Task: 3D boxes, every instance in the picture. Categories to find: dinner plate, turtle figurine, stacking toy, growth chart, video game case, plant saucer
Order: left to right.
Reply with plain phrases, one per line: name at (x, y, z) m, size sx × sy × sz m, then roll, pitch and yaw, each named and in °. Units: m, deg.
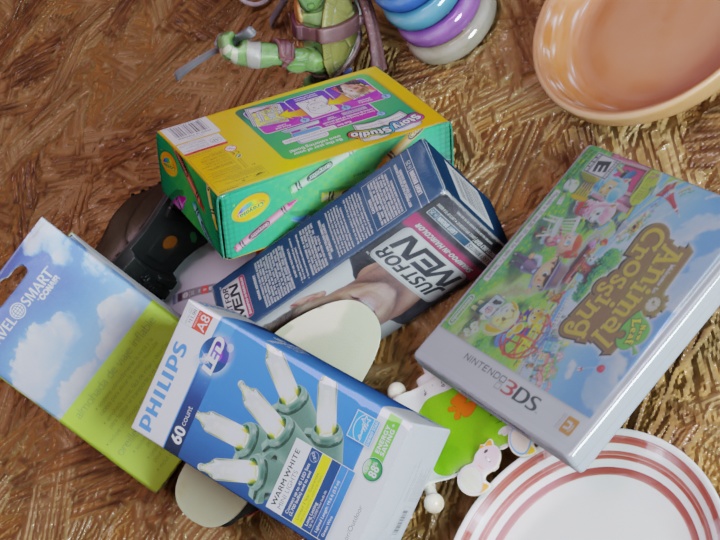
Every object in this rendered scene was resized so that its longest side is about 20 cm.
turtle figurine at (-0.072, -0.236, 1.306) m, size 0.143 × 0.195 × 0.200 m, roll -18°, pitch 40°, yaw -32°
stacking toy at (0.024, -0.251, 1.233) m, size 0.085 × 0.200 × 0.086 m, roll -22°, pitch 48°, yaw 27°
growth chart at (0.103, 0.067, 1.061) m, size 0.200 × 0.018 × 0.145 m, roll -41°, pitch 35°, yaw 6°
dinner plate at (0.137, 0.191, 0.954) m, size 0.199 × 0.024 × 0.201 m, roll -22°, pitch 50°, yaw 29°
video game case at (0.149, 0.017, 1.032) m, size 0.200 × 0.022 × 0.182 m, roll -49°, pitch 36°, yaw -7°
plant saucer at (0.220, -0.186, 1.141) m, size 0.199 × 0.037 × 0.201 m, roll -23°, pitch 48°, yaw 27°

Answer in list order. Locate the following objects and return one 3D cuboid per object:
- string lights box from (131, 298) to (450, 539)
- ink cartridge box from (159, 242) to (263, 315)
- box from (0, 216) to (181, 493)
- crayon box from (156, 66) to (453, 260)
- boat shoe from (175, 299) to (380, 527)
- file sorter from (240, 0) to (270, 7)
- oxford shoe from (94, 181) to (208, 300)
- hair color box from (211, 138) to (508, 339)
string lights box at (-0.050, 0.108, 1.056) m, size 0.199 × 0.059 × 0.103 m, roll 26°, pitch 94°, yaw 30°
ink cartridge box at (-0.108, -0.025, 1.299) m, size 0.199 × 0.050 × 0.163 m, roll -27°, pitch 47°, yaw 28°
box at (-0.201, 0.064, 1.212) m, size 0.122 × 0.200 × 0.048 m, roll -52°, pitch 7°, yaw -3°
crayon box at (-0.042, -0.087, 1.201) m, size 0.199 × 0.059 × 0.119 m, roll -19°, pitch 36°, yaw -22°
boat shoe at (-0.055, 0.101, 1.137) m, size 0.074 × 0.063 × 0.202 m, roll 41°, pitch 99°, yaw 13°
file sorter at (-0.123, -0.331, 1.391) m, size 0.139 × 0.200 × 0.125 m, roll 43°, pitch 98°, yaw 10°
oxford shoe at (-0.158, -0.052, 1.281) m, size 0.200 × 0.073 × 0.084 m, roll -45°, pitch 45°, yaw -3°
hair color box at (0.000, 0.000, 1.150) m, size 0.200 × 0.100 × 0.061 m, roll -34°, pitch 48°, yaw 17°
